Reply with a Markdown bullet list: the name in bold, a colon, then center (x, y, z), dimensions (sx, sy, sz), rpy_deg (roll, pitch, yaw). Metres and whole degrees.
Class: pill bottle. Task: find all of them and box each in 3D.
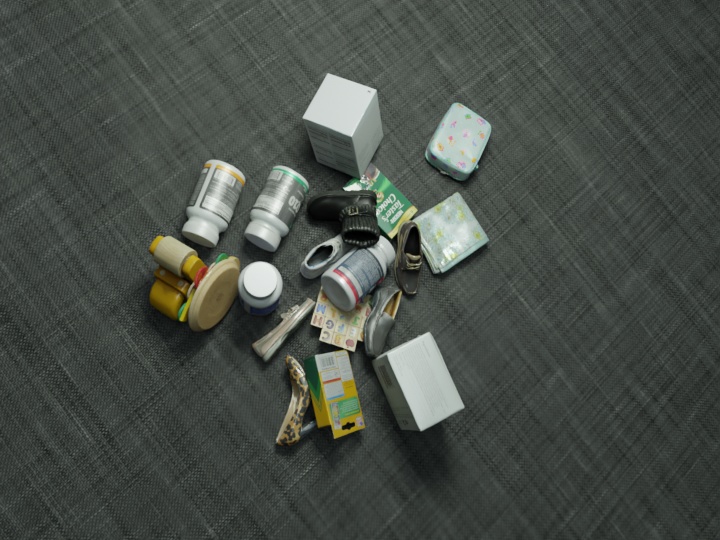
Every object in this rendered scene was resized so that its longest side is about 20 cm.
- **pill bottle**: center (-0.249, 0.043, 1.471), dimensions (0.109, 0.200, 0.116), rpy_deg (3, 76, -11)
- **pill bottle**: center (-0.384, -0.172, 1.538), dimensions (0.114, 0.116, 0.205), rpy_deg (20, 75, -6)
- **pill bottle**: center (0.000, 0.000, 1.568), dimensions (0.120, 0.120, 0.199), rpy_deg (47, 62, 2)
- **pill bottle**: center (-0.224, -0.162, 1.569), dimensions (0.111, 0.113, 0.204), rpy_deg (25, 74, -4)

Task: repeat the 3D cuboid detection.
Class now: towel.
- **towel**: center (0.249, -0.106, 1.686), dimensions (0.197, 0.048, 0.174), rpy_deg (-31, 85, -17)

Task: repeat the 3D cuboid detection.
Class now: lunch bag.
- **lunch bag**: center (0.290, -0.371, 1.741), dimensions (0.158, 0.077, 0.203), rpy_deg (30, 73, -5)

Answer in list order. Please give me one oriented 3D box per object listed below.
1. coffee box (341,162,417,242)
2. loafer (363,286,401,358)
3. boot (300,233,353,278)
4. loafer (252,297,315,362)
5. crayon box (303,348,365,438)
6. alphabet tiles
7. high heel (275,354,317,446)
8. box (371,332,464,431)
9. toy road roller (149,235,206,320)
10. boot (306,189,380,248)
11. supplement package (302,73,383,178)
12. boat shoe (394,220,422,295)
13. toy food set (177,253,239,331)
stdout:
- **coffee box**: center (0.054, -0.194, 1.668), dimensions (0.123, 0.044, 0.200), rpy_deg (-43, 88, -17)
- **loafer**: center (0.058, 0.131, 1.554), dimensions (0.072, 0.071, 0.205), rpy_deg (37, 55, -44)
- **boot**: center (-0.071, -0.050, 1.583), dimensions (0.198, 0.096, 0.074), rpy_deg (-38, 86, -17)
- **loafer**: center (-0.198, 0.142, 1.530), dimensions (0.062, 0.072, 0.201), rpy_deg (38, 76, 7)
- **crayon box**: center (-0.066, 0.311, 1.492), dimensions (0.124, 0.051, 0.206), rpy_deg (-1, 73, -51)
- **alphabet tiles**: center (-0.040, 0.108, 1.577), dimensions (0.162, 0.006, 0.205), rpy_deg (19, 62, -7)
- **high heel**: center (-0.182, 0.328, 1.484), dimensions (0.140, 0.071, 0.204), rpy_deg (-27, 91, -21)
- **box**: center (0.138, 0.284, 1.494), dimensions (0.128, 0.199, 0.204), rpy_deg (-23, 82, -15)
- **toy road roller**: center (-0.449, 0.027, 1.434), dimensions (0.121, 0.201, 0.148), rpy_deg (27, 69, 14)
- **boot**: center (-0.049, -0.132, 1.564), dimensions (0.205, 0.080, 0.161), rpy_deg (-8, 52, 11)
- **supplement package**: center (-0.042, -0.385, 1.593), dimensions (0.147, 0.201, 0.155), rpy_deg (23, 72, 16)
- **boat shoe**: center (0.132, -0.032, 1.614), dimensions (0.072, 0.073, 0.207), rpy_deg (-5, 96, -9)
- **toy food set**: center (-0.363, 0.055, 1.451), dimensions (0.048, 0.198, 0.204), rpy_deg (27, 92, 13)
